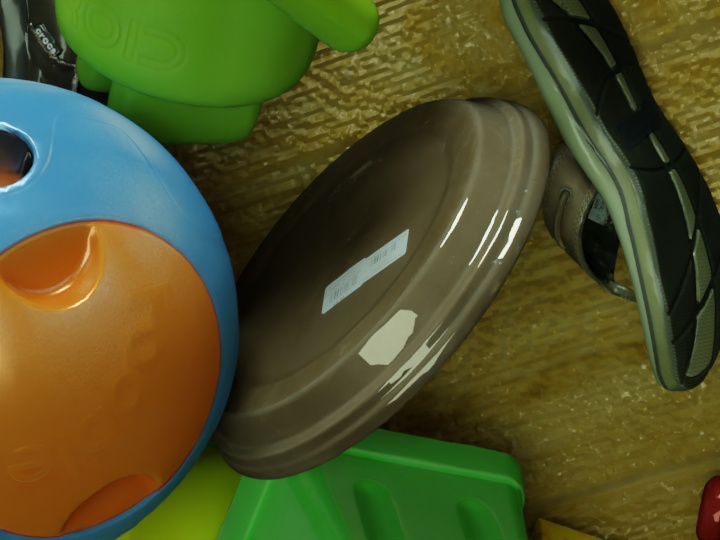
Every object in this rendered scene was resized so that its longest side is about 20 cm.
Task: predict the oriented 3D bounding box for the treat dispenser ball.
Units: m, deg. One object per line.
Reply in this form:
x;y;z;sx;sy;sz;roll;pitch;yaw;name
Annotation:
-0.150;0.022;0.946;0.200;0.201;0.202;2;101;13;treat dispenser ball

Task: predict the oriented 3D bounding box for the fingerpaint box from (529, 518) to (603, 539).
0.079;0.236;1.023;0.073;0.167;0.201;19;105;-4;fingerpaint box

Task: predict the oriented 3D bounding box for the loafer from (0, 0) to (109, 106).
-0.125;-0.090;1.066;0.071;0.073;0.201;-6;99;14;loafer

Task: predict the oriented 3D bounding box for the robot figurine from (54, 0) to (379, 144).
-0.063;-0.150;0.973;0.115;0.176;0.200;-1;125;-26;robot figurine

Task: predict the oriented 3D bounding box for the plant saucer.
0.000;0.000;0.990;0.200;0.200;0.029;-42;114;17;plant saucer

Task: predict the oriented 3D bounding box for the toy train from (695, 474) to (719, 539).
0.175;0.194;1.020;0.084;0.116;0.201;12;102;9;toy train

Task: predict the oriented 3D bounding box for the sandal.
0.108;-0.041;1.025;0.057;0.080;0.201;-25;87;34;sandal

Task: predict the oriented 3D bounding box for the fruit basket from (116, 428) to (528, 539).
-0.028;0.152;1.063;0.155;0.216;0.216;12;106;-25;fruit basket
